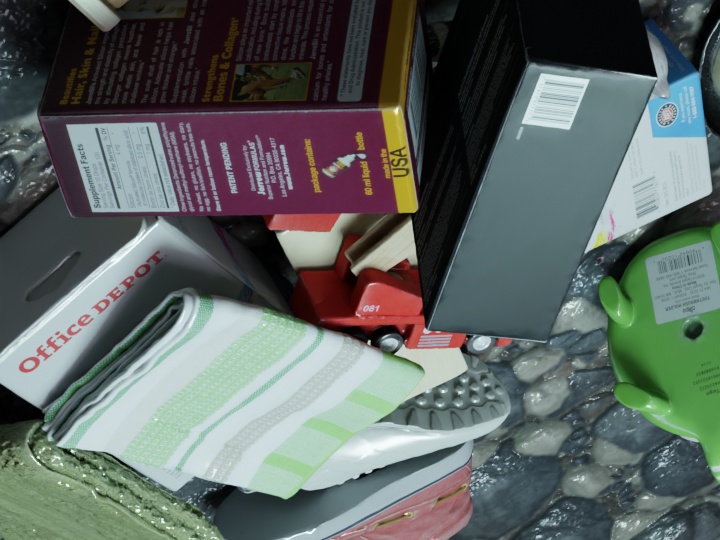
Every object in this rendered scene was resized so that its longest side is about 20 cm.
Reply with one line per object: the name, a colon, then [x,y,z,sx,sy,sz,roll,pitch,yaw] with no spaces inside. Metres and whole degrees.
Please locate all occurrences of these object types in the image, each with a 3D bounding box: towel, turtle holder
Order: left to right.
towel: [-0.197,0.145,1.603,0.148,0.037,0.200,-8,152,35]
towel: [-0.075,0.081,1.522,0.200,0.031,0.149,20,131,-41]
turtle holder: [0.261,0.063,1.750,0.141,0.186,0.132,-45,151,11]

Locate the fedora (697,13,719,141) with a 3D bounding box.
fedora: [0.326,-0.137,1.659,0.200,0.092,0.201,-17,137,-17]

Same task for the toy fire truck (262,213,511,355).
toy fire truck: [0.021,-0.013,1.520,0.200,0.049,0.141,-1,133,-24]

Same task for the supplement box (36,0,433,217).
supplement box: [-0.066,-0.097,1.383,0.200,0.110,0.086,-1,138,10]

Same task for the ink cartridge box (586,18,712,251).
ink cartridge box: [0.122,-0.067,1.621,0.200,0.068,0.115,-25,137,-9]

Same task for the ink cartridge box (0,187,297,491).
ink cartridge box: [-0.135,0.031,1.545,0.144,0.085,0.200,-40,140,9]

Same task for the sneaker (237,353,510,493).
sneaker: [0.005,0.107,1.724,0.200,0.076,0.081,-6,139,-16]

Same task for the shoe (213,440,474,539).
shoe: [-0.007,0.176,1.775,0.200,0.071,0.091,-23,133,-18]

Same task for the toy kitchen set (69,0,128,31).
toy kitchen set: [-0.181,-0.151,1.265,0.163,0.181,0.200,-39,134,9]

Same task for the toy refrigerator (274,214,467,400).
toy refrigerator: [0.000,0.000,1.613,0.076,0.070,0.200,-26,138,1]

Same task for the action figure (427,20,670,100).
action figure: [0.094,-0.112,1.497,0.193,0.105,0.200,1,98,-12]

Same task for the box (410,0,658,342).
box: [0.089,-0.080,1.377,0.079,0.141,0.200,5,134,-15]
